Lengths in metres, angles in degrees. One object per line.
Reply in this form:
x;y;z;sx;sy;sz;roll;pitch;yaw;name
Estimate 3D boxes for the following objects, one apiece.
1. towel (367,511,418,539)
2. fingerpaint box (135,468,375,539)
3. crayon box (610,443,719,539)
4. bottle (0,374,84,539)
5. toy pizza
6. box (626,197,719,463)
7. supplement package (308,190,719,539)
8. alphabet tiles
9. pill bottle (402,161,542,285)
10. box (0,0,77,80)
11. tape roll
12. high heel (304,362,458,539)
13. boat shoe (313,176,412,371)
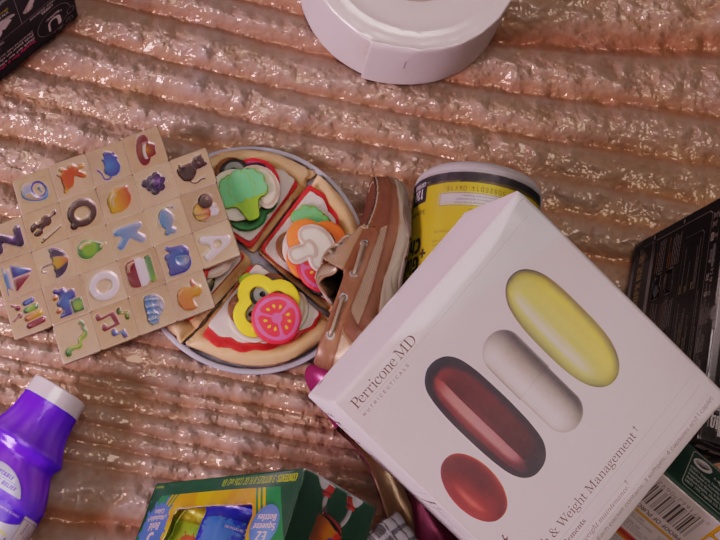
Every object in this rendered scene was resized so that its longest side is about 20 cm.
-0.002;0.301;0.847;0.200;0.085;0.166;-43;81;14;towel
-0.098;0.233;0.820;0.073;0.199;0.169;34;60;-29;fingerpaint box
0.214;0.221;0.910;0.125;0.201;0.052;40;41;5;crayon box
-0.283;0.177;0.895;0.083;0.065;0.202;31;72;0;bottle
-0.090;-0.013;0.996;0.197;0.032;0.204;2;73;-7;toy pizza
0.266;0.057;0.959;0.048;0.158;0.203;17;71;-11;box
0.102;0.087;0.828;0.200;0.147;0.192;43;81;-4;supplement package
-0.206;-0.023;0.976;0.197;0.006;0.169;-20;74;-2;alphabet tiles
0.088;0.022;0.969;0.110;0.112;0.203;9;72;-5;pill bottle
-0.355;-0.267;0.990;0.200;0.115;0.132;44;74;7;box
0.043;-0.275;1.072;0.199;0.071;0.206;2;73;-8;tape roll
0.015;0.165;0.937;0.199;0.067;0.096;41;62;1;high heel
0.000;0.000;0.957;0.071;0.076;0.202;10;50;-4;boat shoe
